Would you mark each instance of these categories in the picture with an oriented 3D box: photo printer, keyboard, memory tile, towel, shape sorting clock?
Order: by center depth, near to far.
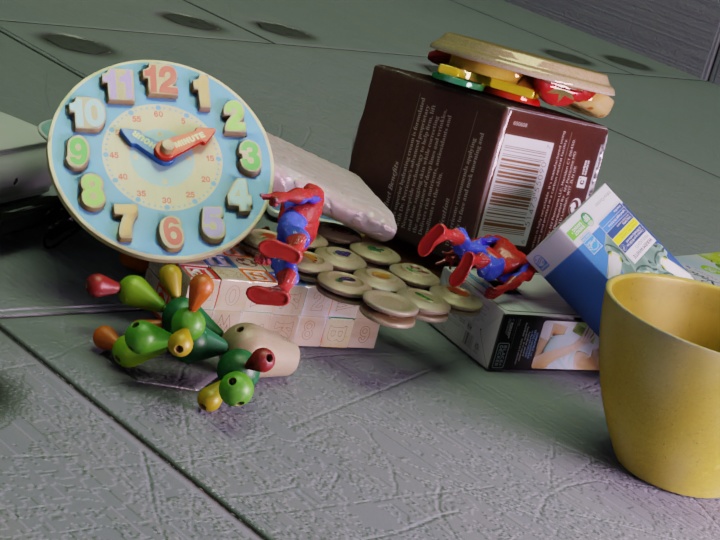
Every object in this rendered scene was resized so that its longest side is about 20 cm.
[{"bbox_3d":[-0.171,-0.098,1.458,0.200,0.039,0.200,9,57,-14],"label":"shape sorting clock"},{"bbox_3d":[0.000,0.000,1.506,0.200,0.017,0.153,29,22,34],"label":"memory tile"},{"bbox_3d":[-0.305,-0.041,1.577,0.104,0.040,0.200,-3,10,24],"label":"keyboard"},{"bbox_3d":[-0.073,-0.097,1.623,0.200,0.032,0.191,23,10,-18],"label":"towel"},{"bbox_3d":[-0.409,-0.115,1.631,0.166,0.070,0.200,21,18,19],"label":"photo printer"}]

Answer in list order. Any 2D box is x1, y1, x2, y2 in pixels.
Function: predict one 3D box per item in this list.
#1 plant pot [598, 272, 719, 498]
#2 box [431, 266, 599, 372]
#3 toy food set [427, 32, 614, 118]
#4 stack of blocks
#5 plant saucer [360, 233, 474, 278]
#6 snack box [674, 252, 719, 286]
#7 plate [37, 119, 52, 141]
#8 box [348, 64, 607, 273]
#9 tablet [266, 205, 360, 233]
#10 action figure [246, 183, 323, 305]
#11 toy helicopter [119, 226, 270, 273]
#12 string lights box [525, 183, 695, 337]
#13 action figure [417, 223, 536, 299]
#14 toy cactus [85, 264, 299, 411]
[{"bbox_3d":[0.281,0.104,1.406,0.200,0.142,0.200,14,18,-5],"label":"plant pot"},{"bbox_3d":[0.182,0.049,1.633,0.200,0.060,0.117,5,20,-31],"label":"box"},{"bbox_3d":[0.160,-0.198,1.703,0.198,0.049,0.200,17,10,9],"label":"toy food set"},{"bbox_3d":[-0.090,0.016,1.506,0.200,0.059,0.115,5,21,-32],"label":"stack of blocks"},{"bbox_3d":[0.087,-0.005,1.773,0.200,0.032,0.200,14,18,-4],"label":"plant saucer"},{"bbox_3d":[0.392,0.044,1.817,0.200,0.068,0.169,-6,28,-46],"label":"snack box"},{"bbox_3d":[-0.204,-0.100,1.564,0.200,0.026,0.200,16,13,-4],"label":"plate"},{"bbox_3d":[0.115,-0.103,1.735,0.164,0.166,0.200,5,14,-44],"label":"box"},{"bbox_3d":[-0.061,-0.085,1.930,0.130,0.014,0.200,10,19,-17],"label":"tablet"},{"bbox_3d":[-0.061,-0.032,1.408,0.052,0.066,0.200,12,20,4],"label":"action figure"},{"bbox_3d":[-0.151,-0.044,1.625,0.132,0.079,0.200,15,13,-2],"label":"toy helicopter"},{"bbox_3d":[0.260,0.026,1.580,0.200,0.059,0.103,47,44,2],"label":"string lights box"},{"bbox_3d":[0.113,-0.007,1.543,0.065,0.052,0.200,40,15,22],"label":"action figure"},{"bbox_3d":[-0.120,0.050,1.350,0.165,0.102,0.200,13,6,-42],"label":"toy cactus"}]
